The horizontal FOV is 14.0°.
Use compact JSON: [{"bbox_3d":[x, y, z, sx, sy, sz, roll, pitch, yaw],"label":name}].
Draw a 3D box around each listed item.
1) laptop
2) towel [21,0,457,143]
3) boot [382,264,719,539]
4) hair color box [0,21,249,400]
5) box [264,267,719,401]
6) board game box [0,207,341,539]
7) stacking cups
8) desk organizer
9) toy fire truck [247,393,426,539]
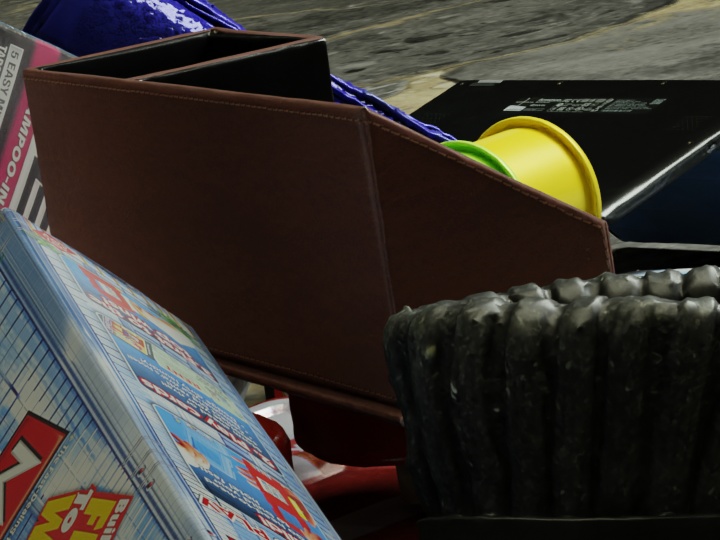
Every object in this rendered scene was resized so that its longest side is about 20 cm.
[{"bbox_3d":[0.107,-0.018,1.242,0.187,0.116,0.200,3,28,46],"label":"laptop"},{"bbox_3d":[-0.039,-0.048,1.130,0.050,0.200,0.148,-62,10,-21],"label":"towel"},{"bbox_3d":[0.015,0.085,0.632,0.210,0.158,0.079,-12,12,-14],"label":"boot"},{"bbox_3d":[-0.098,-0.017,0.944,0.060,0.100,0.200,18,-2,31],"label":"hair color box"},{"bbox_3d":[0.075,0.029,1.021,0.200,0.035,0.110,-11,6,-44],"label":"box"},{"bbox_3d":[-0.071,0.095,0.596,0.062,0.200,0.200,34,-8,-24],"label":"board game box"},{"bbox_3d":[0.000,0.000,0.971,0.060,0.061,0.200,1,16,40],"label":"stacking cups"},{"bbox_3d":[-0.016,-0.018,0.784,0.072,0.077,0.200,-15,14,-28],"label":"desk organizer"},{"bbox_3d":[-0.045,0.082,0.804,0.200,0.112,0.168,-19,15,-36],"label":"toy fire truck"}]
